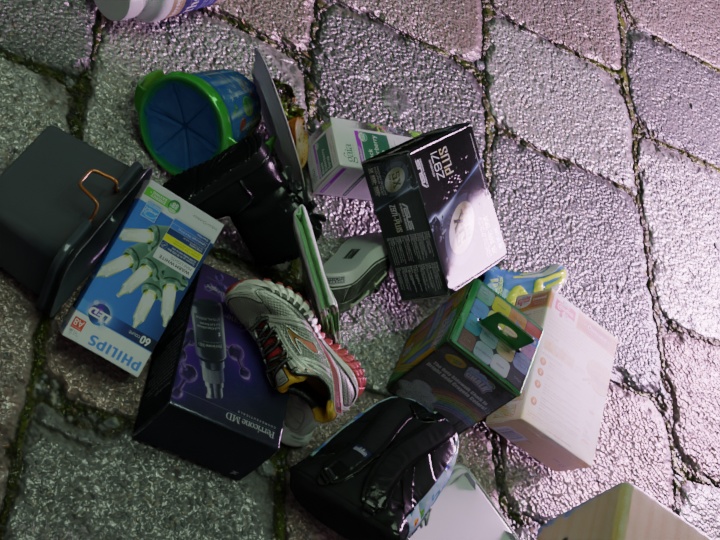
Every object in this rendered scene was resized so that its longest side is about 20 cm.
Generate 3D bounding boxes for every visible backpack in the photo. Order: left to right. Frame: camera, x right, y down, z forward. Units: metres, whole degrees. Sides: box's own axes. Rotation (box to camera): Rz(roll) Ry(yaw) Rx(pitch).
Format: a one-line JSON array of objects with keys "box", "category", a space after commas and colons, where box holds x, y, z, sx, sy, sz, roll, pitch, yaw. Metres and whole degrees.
[{"box": [0.032, 0.241, 1.560, 0.162, 0.155, 0.200, 27, 54, 19], "category": "backpack"}]

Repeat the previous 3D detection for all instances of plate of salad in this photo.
[{"box": [-0.099, -0.202, 1.717, 0.048, 0.200, 0.202, -20, 72, -6], "category": "plate of salad"}]

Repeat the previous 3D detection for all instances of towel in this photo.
[{"box": [-0.050, 0.028, 1.583, 0.023, 0.201, 0.154, -17, 62, -4], "category": "towel"}]

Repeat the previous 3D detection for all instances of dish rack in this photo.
[{"box": [0.118, 0.343, 1.625, 0.199, 0.043, 0.172, -32, 84, -43], "category": "dish rack"}]

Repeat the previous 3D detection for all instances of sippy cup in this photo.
[{"box": [-0.199, -0.203, 1.685, 0.179, 0.139, 0.130, 60, 35, -4], "category": "sippy cup"}]

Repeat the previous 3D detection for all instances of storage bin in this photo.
[{"box": [-0.350, -0.074, 1.487, 0.134, 0.146, 0.201, 32, 47, -2], "category": "storage bin"}]

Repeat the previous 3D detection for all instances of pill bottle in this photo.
[{"box": [-0.268, -0.404, 1.766, 0.199, 0.111, 0.112, -29, 82, -44], "category": "pill bottle"}]

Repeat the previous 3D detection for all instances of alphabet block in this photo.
[{"box": [0.331, 0.424, 1.629, 0.195, 0.195, 0.201, 33, 49, -12], "category": "alphabet block"}]

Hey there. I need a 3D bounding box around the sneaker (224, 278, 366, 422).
[{"box": [-0.079, 0.090, 1.472, 0.200, 0.078, 0.082, 44, 46, -7], "category": "sneaker"}]

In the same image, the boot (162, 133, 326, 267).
[{"box": [-0.156, -0.067, 1.638, 0.163, 0.197, 0.074, 55, 12, -36], "category": "boot"}]

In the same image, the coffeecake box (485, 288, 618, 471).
[{"box": [0.268, 0.153, 1.790, 0.153, 0.073, 0.202, 35, 59, -29], "category": "coffeecake box"}]

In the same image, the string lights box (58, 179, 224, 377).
[{"box": [-0.252, 0.008, 1.484, 0.102, 0.059, 0.202, 31, 83, -17], "category": "string lights box"}]

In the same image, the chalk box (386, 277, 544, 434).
[{"box": [0.150, 0.106, 1.689, 0.124, 0.200, 0.124, 38, 47, -10], "category": "chalk box"}]

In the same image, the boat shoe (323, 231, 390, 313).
[{"box": [0.000, 0.000, 1.744, 0.200, 0.070, 0.064, -39, 127, -56], "category": "boat shoe"}]

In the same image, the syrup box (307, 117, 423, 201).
[{"box": [0.024, -0.153, 1.844, 0.198, 0.081, 0.080, 6, 59, -35], "category": "syrup box"}]

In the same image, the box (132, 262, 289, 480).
[{"box": [-0.164, 0.119, 1.515, 0.147, 0.104, 0.202, 25, 50, -23], "category": "box"}]

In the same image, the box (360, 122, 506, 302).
[{"box": [0.103, -0.081, 1.760, 0.163, 0.085, 0.202, -28, 105, -49], "category": "box"}]

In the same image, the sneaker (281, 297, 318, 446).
[{"box": [-0.069, 0.115, 1.607, 0.074, 0.081, 0.202, 14, 54, -27], "category": "sneaker"}]

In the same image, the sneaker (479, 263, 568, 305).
[{"box": [0.225, 0.019, 1.888, 0.105, 0.076, 0.200, 50, 47, 2], "category": "sneaker"}]
